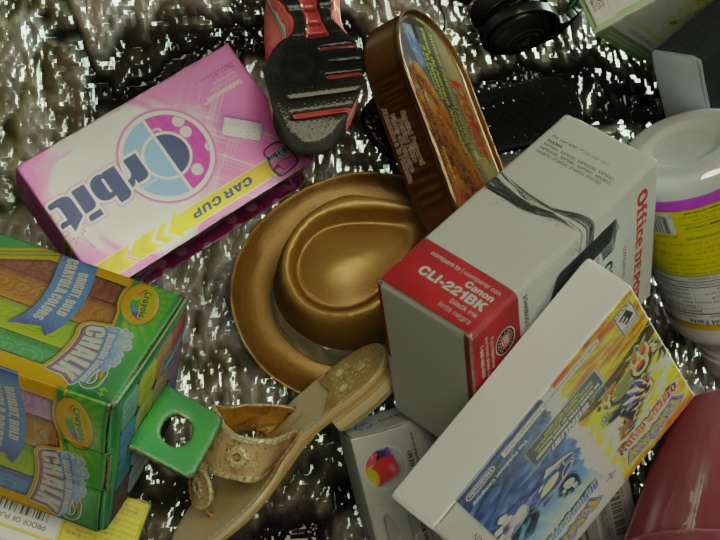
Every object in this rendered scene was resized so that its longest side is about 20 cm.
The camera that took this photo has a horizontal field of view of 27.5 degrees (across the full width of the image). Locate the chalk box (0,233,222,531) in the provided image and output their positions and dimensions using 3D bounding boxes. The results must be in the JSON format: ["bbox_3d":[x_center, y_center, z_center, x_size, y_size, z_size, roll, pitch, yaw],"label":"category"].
[{"bbox_3d":[-0.193,0.079,0.989,0.200,0.124,0.124,17,38,7],"label":"chalk box"}]

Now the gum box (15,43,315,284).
[{"bbox_3d":[-0.143,-0.073,1.110,0.200,0.066,0.114,-34,83,-18],"label":"gum box"}]

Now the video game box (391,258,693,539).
[{"bbox_3d":[0.130,0.116,0.993,0.047,0.182,0.200,37,84,34],"label":"video game box"}]

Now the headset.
[{"bbox_3d":[0.099,-0.223,1.209,0.200,0.094,0.124,-34,80,-33],"label":"headset"}]

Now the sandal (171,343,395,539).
[{"bbox_3d":[-0.074,0.111,1.040,0.212,0.078,0.070,-40,116,4],"label":"sandal"}]

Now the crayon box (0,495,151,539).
[{"bbox_3d":[-0.237,0.237,1.018,0.127,0.051,0.200,21,72,-5],"label":"crayon box"}]

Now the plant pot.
[{"bbox_3d":[0.272,0.192,1.043,0.200,0.200,0.179,18,57,-6],"label":"plant pot"}]

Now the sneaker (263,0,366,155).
[{"bbox_3d":[-0.037,-0.155,1.123,0.074,0.087,0.200,-2,55,-5],"label":"sneaker"}]

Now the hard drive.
[{"bbox_3d":[0.309,-0.121,1.168,0.135,0.042,0.200,-39,125,-18],"label":"hard drive"}]

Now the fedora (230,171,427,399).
[{"bbox_3d":[0.000,0.000,1.096,0.200,0.082,0.201,0,68,-1],"label":"fedora"}]

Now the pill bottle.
[{"bbox_3d":[0.271,-0.015,1.120,0.104,0.104,0.200,-36,122,-18],"label":"pill bottle"}]

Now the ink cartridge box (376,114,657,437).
[{"bbox_3d":[0.113,0.011,1.011,0.084,0.144,0.200,31,59,31],"label":"ink cartridge box"}]

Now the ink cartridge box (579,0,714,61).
[{"bbox_3d":[0.281,-0.239,1.152,0.200,0.146,0.048,-26,78,22],"label":"ink cartridge box"}]

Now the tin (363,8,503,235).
[{"bbox_3d":[0.061,-0.095,1.091,0.112,0.042,0.200,-7,75,-58],"label":"tin"}]

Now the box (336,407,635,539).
[{"bbox_3d":[0.098,0.160,1.081,0.200,0.041,0.156,-18,103,-15],"label":"box"}]

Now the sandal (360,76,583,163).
[{"bbox_3d":[0.088,-0.116,1.186,0.200,0.045,0.075,-8,82,-28],"label":"sandal"}]
